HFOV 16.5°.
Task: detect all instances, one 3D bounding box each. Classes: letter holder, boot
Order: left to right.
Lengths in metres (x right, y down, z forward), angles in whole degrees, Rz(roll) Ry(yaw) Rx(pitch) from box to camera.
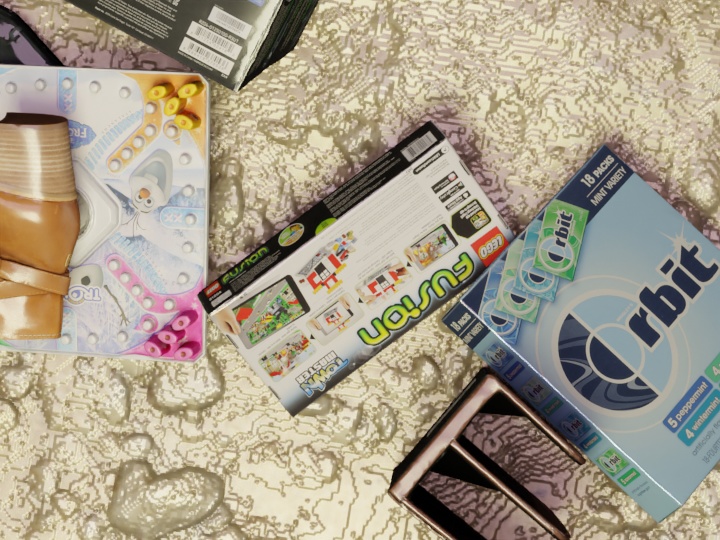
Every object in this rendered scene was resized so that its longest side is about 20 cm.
[{"bbox_3d":[-0.288,-0.031,1.681,0.200,0.074,0.155,6,104,14],"label":"boot"},{"bbox_3d":[0.104,0.148,1.639,0.142,0.200,0.101,41,91,2],"label":"letter holder"}]

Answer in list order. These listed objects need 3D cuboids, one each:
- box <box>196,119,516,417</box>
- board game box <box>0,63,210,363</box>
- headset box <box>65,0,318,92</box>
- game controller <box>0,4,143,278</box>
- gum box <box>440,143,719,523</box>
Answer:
[{"bbox_3d":[0.000,0.000,1.701,0.200,0.035,0.110,-36,123,1],"label":"box"},{"bbox_3d":[-0.203,-0.039,1.709,0.200,0.026,0.200,3,99,12],"label":"board game box"},{"bbox_3d":[-0.116,-0.212,1.660,0.174,0.200,0.093,29,107,3],"label":"headset box"},{"bbox_3d":[-0.228,-0.088,1.743,0.104,0.042,0.200,-42,87,15],"label":"game controller"},{"bbox_3d":[0.183,0.040,1.679,0.200,0.045,0.170,43,63,3],"label":"gum box"}]
